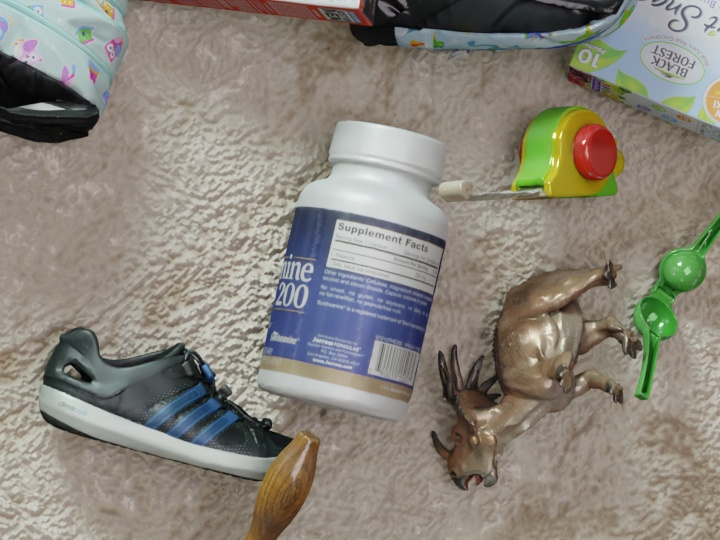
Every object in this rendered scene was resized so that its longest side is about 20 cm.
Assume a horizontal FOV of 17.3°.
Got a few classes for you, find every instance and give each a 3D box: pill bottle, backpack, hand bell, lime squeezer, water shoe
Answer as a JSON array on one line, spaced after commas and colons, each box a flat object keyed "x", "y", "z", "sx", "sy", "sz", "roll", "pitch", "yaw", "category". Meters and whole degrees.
[{"x": 0.000, "y": 0.000, "z": 1.683, "sx": 0.111, "sy": 0.111, "sz": 0.200, "roll": 15, "pitch": 85, "yaw": -17, "category": "pill bottle"}, {"x": 0.106, "y": -0.229, "z": 1.701, "sx": 0.200, "sy": 0.154, "sz": 0.163, "roll": 1, "pitch": 82, "yaw": 19, "category": "backpack"}, {"x": -0.075, "y": 0.201, "z": 1.627, "sx": 0.104, "sy": 0.104, "sz": 0.200, "roll": 22, "pitch": 103, "yaw": -16, "category": "hand bell"}, {"x": -0.254, "y": -0.164, "z": 1.585, "sx": 0.200, "sy": 0.167, "sz": 0.127, "roll": 21, "pitch": 78, "yaw": -23, "category": "backpack"}, {"x": 0.239, "y": 0.012, "z": 1.783, "sx": 0.038, "sy": 0.071, "sz": 0.200, "roll": 30, "pitch": 73, "yaw": 3, "category": "lime squeezer"}, {"x": -0.121, "y": 0.093, "z": 1.653, "sx": 0.200, "sy": 0.071, "sz": 0.079, "roll": 16, "pitch": 89, "yaw": -17, "category": "water shoe"}]

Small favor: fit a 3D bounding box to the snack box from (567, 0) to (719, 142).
[{"x": 0.259, "y": -0.211, "z": 1.775, "sx": 0.142, "sy": 0.053, "sz": 0.200, "roll": 23, "pitch": 82, "yaw": 9, "category": "snack box"}]

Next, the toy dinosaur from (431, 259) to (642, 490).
[{"x": 0.124, "y": 0.057, "z": 1.743, "sx": 0.086, "sy": 0.135, "sz": 0.200, "roll": 53, "pitch": 48, "yaw": -39, "category": "toy dinosaur"}]

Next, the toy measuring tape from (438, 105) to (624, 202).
[{"x": 0.128, "y": -0.086, "z": 1.725, "sx": 0.200, "sy": 0.074, "sz": 0.074, "roll": -4, "pitch": 91, "yaw": -47, "category": "toy measuring tape"}]

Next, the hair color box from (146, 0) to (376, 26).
[{"x": -0.085, "y": -0.239, "z": 1.641, "sx": 0.200, "sy": 0.064, "sz": 0.111, "roll": 7, "pitch": 86, "yaw": 9, "category": "hair color box"}]
